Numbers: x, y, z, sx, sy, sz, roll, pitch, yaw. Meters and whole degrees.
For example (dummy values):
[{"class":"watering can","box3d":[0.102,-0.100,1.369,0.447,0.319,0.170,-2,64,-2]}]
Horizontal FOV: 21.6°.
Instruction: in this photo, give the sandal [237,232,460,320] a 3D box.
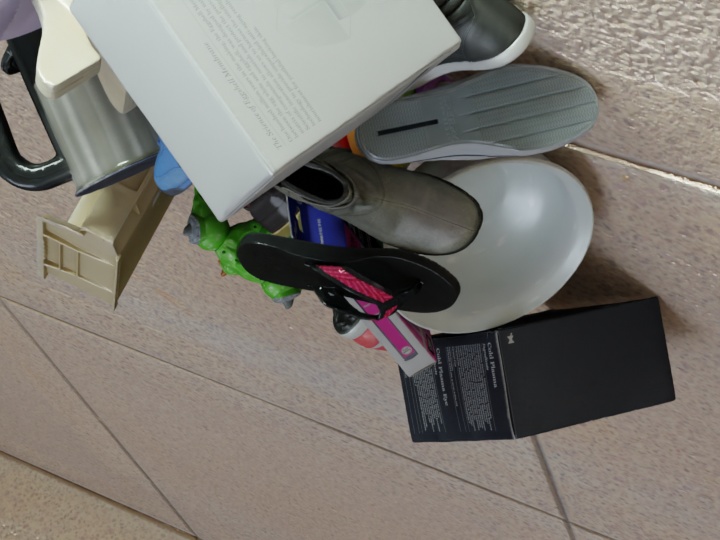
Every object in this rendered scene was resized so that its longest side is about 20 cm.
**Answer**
[{"class":"sandal","box3d":[-0.013,0.013,1.596,0.198,0.045,0.075,9,142,14]}]

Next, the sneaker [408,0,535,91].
[{"class":"sneaker","box3d":[0.040,-0.201,1.504,0.199,0.071,0.099,-7,138,49]}]

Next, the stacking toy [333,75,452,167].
[{"class":"stacking toy","box3d":[0.046,-0.135,1.618,0.198,0.110,0.117,-8,111,26]}]

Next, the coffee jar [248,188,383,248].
[{"class":"coffee jar","box3d":[-0.011,-0.046,1.871,0.199,0.105,0.085,35,144,-16]}]

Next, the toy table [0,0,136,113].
[{"class":"toy table","box3d":[-0.219,-0.220,1.534,0.117,0.200,0.184,44,161,17]}]

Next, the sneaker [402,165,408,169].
[{"class":"sneaker","box3d":[-0.037,-0.133,1.729,0.200,0.088,0.075,41,158,-23]}]

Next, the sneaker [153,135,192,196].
[{"class":"sneaker","box3d":[-0.149,-0.140,1.630,0.078,0.066,0.200,21,142,-17]}]

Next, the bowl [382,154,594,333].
[{"class":"bowl","box3d":[0.101,-0.047,1.679,0.201,0.200,0.091,51,-169,-45]}]

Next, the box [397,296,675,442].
[{"class":"box","box3d":[0.167,0.098,1.825,0.198,0.105,0.182,-10,179,-30]}]

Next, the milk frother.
[{"class":"milk frother","box3d":[-0.263,-0.172,1.794,0.179,0.200,0.190,-23,92,19]}]

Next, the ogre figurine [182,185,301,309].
[{"class":"ogre figurine","box3d":[-0.105,-0.048,1.969,0.098,0.121,0.200,4,147,49]}]

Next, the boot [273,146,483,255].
[{"class":"boot","box3d":[-0.005,-0.060,1.529,0.198,0.068,0.131,21,-173,10]}]

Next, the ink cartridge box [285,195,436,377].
[{"class":"ink cartridge box","box3d":[0.000,0.000,1.694,0.037,0.095,0.200,-31,125,16]}]

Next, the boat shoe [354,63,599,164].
[{"class":"boat shoe","box3d":[0.093,-0.128,1.539,0.198,0.074,0.067,-4,-177,2]}]

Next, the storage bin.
[{"class":"storage bin","box3d":[-0.247,-0.088,1.946,0.093,0.201,0.199,27,159,1]}]

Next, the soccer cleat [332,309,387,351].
[{"class":"soccer cleat","box3d":[0.056,-0.007,1.804,0.073,0.200,0.068,27,-160,-32]}]

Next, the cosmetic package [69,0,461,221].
[{"class":"cosmetic package","box3d":[-0.072,-0.181,1.404,0.200,0.199,0.123,54,150,-1]}]
